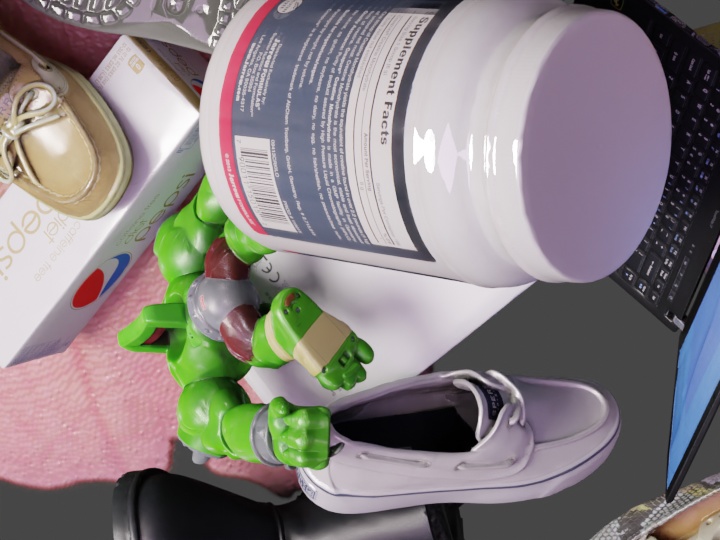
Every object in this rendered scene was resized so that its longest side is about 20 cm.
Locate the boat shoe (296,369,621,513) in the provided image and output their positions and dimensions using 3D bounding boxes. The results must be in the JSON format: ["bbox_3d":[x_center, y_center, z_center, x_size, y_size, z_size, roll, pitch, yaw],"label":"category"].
[{"bbox_3d":[0.064,0.089,1.084,0.199,0.074,0.065,-12,147,-25],"label":"boat shoe"}]

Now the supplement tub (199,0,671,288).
[{"bbox_3d":[0.033,-0.068,0.936,0.199,0.140,0.141,10,118,40],"label":"supplement tub"}]

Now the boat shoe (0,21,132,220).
[{"bbox_3d":[-0.205,-0.101,1.051,0.201,0.063,0.073,48,112,18],"label":"boat shoe"}]

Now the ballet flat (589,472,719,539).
[{"bbox_3d":[0.199,0.161,1.139,0.200,0.072,0.072,-34,104,19],"label":"ballet flat"}]

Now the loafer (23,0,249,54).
[{"bbox_3d":[-0.112,-0.159,1.050,0.199,0.070,0.076,23,101,2],"label":"loafer"}]

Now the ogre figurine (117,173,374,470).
[{"bbox_3d":[-0.066,0.018,1.053,0.120,0.098,0.201,-29,82,45],"label":"ogre figurine"}]

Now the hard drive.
[{"bbox_3d":[0.000,0.000,1.093,0.200,0.026,0.132,-40,87,29],"label":"hard drive"}]

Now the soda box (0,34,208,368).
[{"bbox_3d":[-0.152,-0.039,1.100,0.068,0.064,0.200,46,112,13],"label":"soda box"}]

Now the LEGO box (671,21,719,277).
[{"bbox_3d":[0.268,-0.070,1.031,0.199,0.077,0.150,-15,109,14],"label":"LEGO box"}]

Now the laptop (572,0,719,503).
[{"bbox_3d":[0.136,-0.020,0.980,0.200,0.103,0.178,43,143,24],"label":"laptop"}]

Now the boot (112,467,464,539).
[{"bbox_3d":[-0.034,0.144,1.111,0.167,0.200,0.077,-12,73,14],"label":"boot"}]
